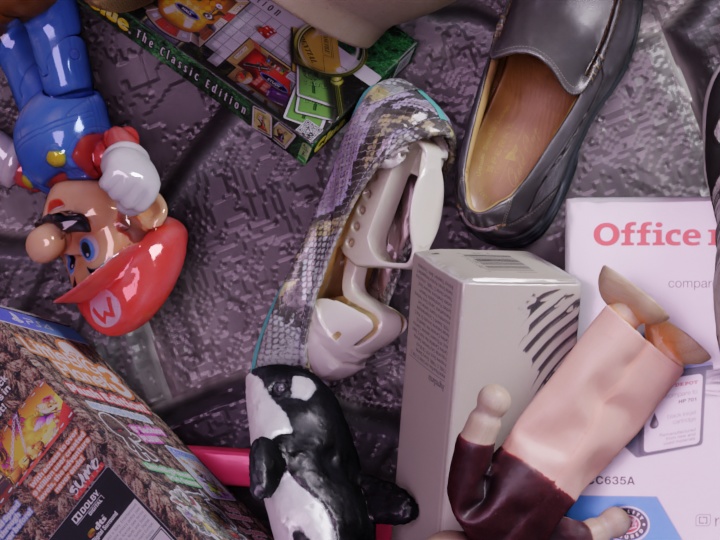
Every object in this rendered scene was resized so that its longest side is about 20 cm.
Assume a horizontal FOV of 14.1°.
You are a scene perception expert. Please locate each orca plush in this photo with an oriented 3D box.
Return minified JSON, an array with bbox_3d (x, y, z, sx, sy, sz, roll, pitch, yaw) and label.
[{"bbox_3d":[-0.008,0.128,1.471,0.071,0.105,0.200,-18,44,9],"label":"orca plush"}]

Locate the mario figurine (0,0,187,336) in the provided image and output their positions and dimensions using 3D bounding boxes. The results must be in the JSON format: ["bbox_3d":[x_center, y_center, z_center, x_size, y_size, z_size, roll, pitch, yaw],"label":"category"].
[{"bbox_3d":[-0.166,-0.057,1.561,0.106,0.123,0.200,-23,79,-3],"label":"mario figurine"}]

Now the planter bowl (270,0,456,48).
[{"bbox_3d":[-0.007,-0.200,1.500,0.200,0.200,0.135,37,103,10],"label":"planter bowl"}]

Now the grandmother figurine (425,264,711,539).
[{"bbox_3d":[0.087,0.101,1.433,0.121,0.061,0.200,42,86,-22],"label":"grandmother figurine"}]

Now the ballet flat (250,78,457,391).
[{"bbox_3d":[0.000,0.000,1.533,0.072,0.072,0.200,23,101,11],"label":"ballet flat"}]

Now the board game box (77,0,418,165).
[{"bbox_3d":[-0.078,-0.146,1.562,0.200,0.105,0.023,35,140,10],"label":"board game box"}]

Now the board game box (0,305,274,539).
[{"bbox_3d":[-0.164,0.143,1.524,0.200,0.097,0.159,44,101,26],"label":"board game box"}]

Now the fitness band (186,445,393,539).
[{"bbox_3d":[-0.067,0.168,1.575,0.200,0.037,0.144,4,86,10],"label":"fitness band"}]

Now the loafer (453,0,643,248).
[{"bbox_3d":[0.100,-0.109,1.531,0.073,0.072,0.200,15,90,12],"label":"loafer"}]

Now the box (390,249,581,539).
[{"bbox_3d":[0.062,0.093,1.497,0.068,0.082,0.200,0,103,-17],"label":"box"}]

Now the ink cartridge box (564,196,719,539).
[{"bbox_3d":[0.180,0.062,1.503,0.146,0.086,0.200,-1,89,12],"label":"ink cartridge box"}]

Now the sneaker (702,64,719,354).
[{"bbox_3d":[0.206,-0.015,1.415,0.076,0.088,0.200,-8,83,12],"label":"sneaker"}]

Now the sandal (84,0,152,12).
[{"bbox_3d":[-0.112,-0.211,1.542,0.054,0.080,0.200,11,50,18],"label":"sandal"}]
